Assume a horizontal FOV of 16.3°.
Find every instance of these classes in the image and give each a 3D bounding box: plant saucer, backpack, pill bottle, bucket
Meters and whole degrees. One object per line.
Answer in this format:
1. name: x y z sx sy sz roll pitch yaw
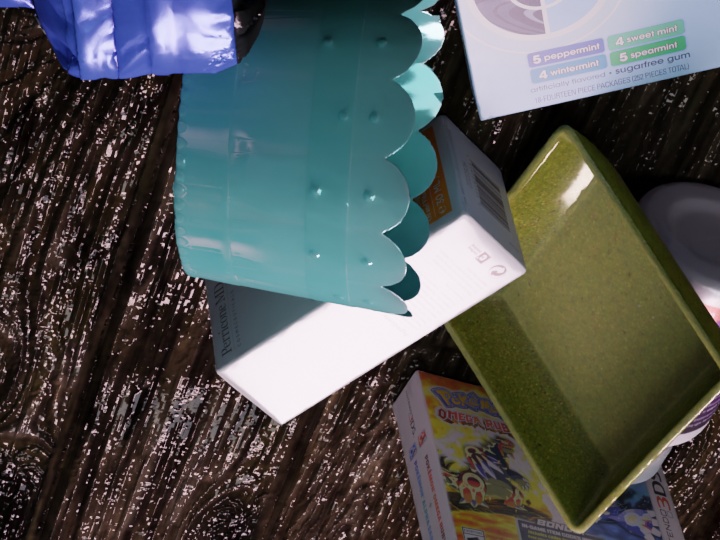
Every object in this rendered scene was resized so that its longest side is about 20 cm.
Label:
1. plant saucer: 0.151 0.036 1.620 0.048 0.200 0.200 -14 154 -38
2. backpack: -0.128 -0.194 1.340 0.168 0.200 0.163 -9 135 -2
3. pill bottle: 0.202 0.048 1.691 0.111 0.111 0.200 8 131 -17
4. bucket: -0.027 -0.078 1.463 0.135 0.207 0.207 6 134 6

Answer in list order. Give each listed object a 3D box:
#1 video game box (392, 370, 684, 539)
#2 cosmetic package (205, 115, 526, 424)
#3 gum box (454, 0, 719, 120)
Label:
1. video game box: 0.131 0.166 1.742 0.200 0.182 0.047 15 125 -23
2. cosmetic package: 0.000 0.000 1.617 0.200 0.101 0.071 -33 130 19
3. gum box: 0.136 -0.193 1.497 0.170 0.045 0.200 -12 133 2
